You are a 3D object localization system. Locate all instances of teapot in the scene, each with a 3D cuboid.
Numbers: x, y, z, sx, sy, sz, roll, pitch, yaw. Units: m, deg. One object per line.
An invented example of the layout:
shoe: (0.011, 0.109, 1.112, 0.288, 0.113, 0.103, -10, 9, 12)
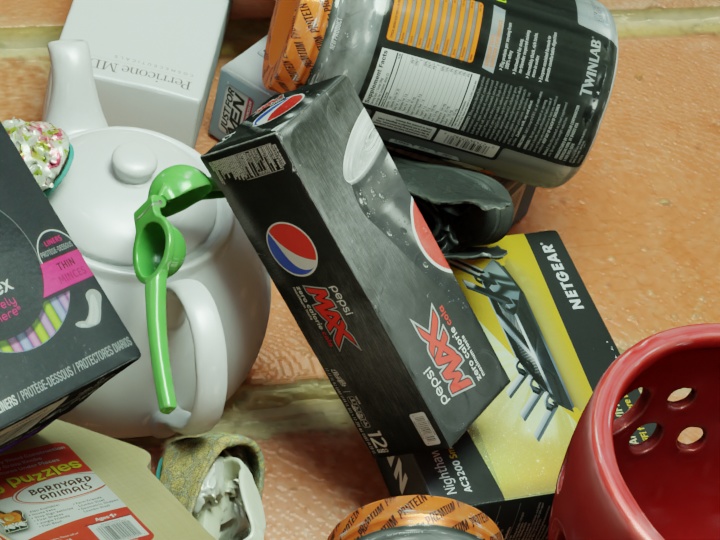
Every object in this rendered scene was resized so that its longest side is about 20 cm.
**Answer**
teapot: (-0.135, -0.009, 1.228, 0.199, 0.147, 0.198, 24, 45, 7)

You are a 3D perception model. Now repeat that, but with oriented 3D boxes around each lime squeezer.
lime squeezer: (-0.093, -0.011, 1.132, 0.071, 0.038, 0.201, 54, 37, -24)

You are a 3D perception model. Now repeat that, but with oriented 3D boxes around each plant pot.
plant pot: (0.192, 0.158, 1.130, 0.199, 0.183, 0.201, 7, 45, -8)

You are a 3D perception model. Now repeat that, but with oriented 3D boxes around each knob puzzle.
knob puzzle: (-0.197, 0.128, 1.109, 0.218, 0.031, 0.220, 4, 26, -2)

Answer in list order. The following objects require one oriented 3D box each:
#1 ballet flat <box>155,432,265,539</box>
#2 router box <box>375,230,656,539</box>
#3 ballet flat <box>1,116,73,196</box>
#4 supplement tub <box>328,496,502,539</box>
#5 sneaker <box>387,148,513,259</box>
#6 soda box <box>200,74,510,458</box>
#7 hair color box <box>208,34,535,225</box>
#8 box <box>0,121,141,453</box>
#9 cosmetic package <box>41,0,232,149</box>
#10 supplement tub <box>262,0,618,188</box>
ballet flat: (-0.083, 0.162, 1.124, 0.070, 0.071, 0.201, 11, 42, -5)
router box: (0.078, 0.070, 1.276, 0.156, 0.052, 0.201, -7, 49, -21)
ballet flat: (-0.249, -0.041, 1.204, 0.064, 0.199, 0.076, 37, 43, -35)
supplement tub: (0.031, 0.219, 1.058, 0.122, 0.123, 0.201, 8, 45, -8)
sneaker: (0.013, -0.039, 1.280, 0.199, 0.060, 0.104, 10, 13, 29)
soda box: (0.000, 0.000, 1.159, 0.071, 0.063, 0.201, -43, 112, -40)
hair color box: (0.010, -0.084, 1.402, 0.199, 0.061, 0.099, 34, 47, 16)
box: (-0.226, 0.000, 1.091, 0.122, 0.106, 0.201, -29, 85, -49)
cosmetic package: (-0.141, -0.162, 1.427, 0.101, 0.072, 0.201, 13, 45, -4)
supplement tub: (0.047, -0.132, 1.314, 0.199, 0.123, 0.123, 16, 44, -12)
